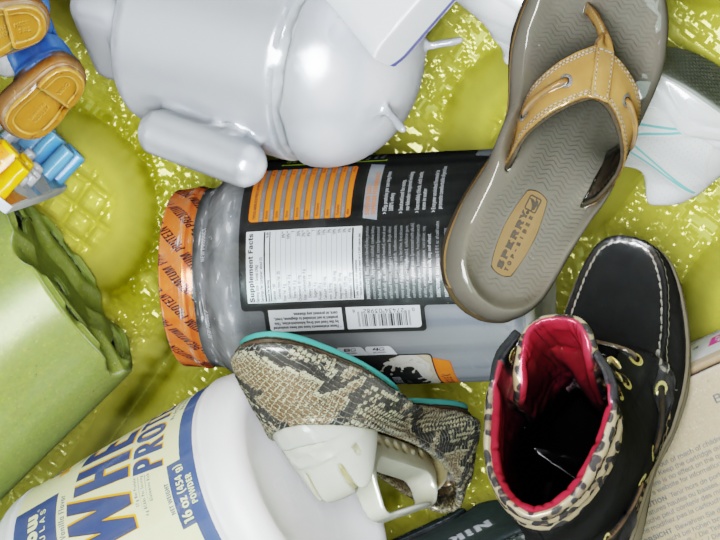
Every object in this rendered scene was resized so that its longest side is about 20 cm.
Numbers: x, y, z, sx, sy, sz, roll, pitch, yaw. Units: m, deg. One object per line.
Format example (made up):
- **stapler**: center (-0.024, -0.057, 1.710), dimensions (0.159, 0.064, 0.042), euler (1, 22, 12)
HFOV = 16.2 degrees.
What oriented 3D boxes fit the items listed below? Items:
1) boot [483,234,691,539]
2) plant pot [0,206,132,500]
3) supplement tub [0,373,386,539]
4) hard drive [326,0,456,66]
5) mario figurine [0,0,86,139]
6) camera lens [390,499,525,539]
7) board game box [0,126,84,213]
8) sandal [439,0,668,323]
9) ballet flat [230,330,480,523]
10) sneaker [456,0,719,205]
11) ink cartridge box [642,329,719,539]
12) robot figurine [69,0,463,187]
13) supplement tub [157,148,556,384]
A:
- **boot**: center (0.111, 0.057, 1.239), dimensions (0.073, 0.151, 0.201), euler (11, 72, 18)
- **plant pot**: center (-0.232, 0.059, 1.385), dimensions (0.189, 0.200, 0.201), euler (-34, 95, 6)
- **supplement tub**: center (-0.101, 0.156, 1.319), dimensions (0.199, 0.145, 0.146), euler (-30, 96, 23)
- **hard drive**: center (0.001, -0.215, 1.243), dimensions (0.132, 0.025, 0.200), euler (-48, 58, 17)
- **mario figurine**: center (-0.204, -0.142, 1.316), dimensions (0.105, 0.200, 0.124), euler (1, 122, -18)
- **camera lens**: center (0.082, 0.236, 1.364), dimensions (0.159, 0.160, 0.201), euler (-16, 100, 15)
- **board game box**: center (-0.232, -0.115, 1.323), dimensions (0.026, 0.200, 0.200), euler (-44, 92, 5)
- **sandal**: center (0.099, -0.068, 1.236), dimensions (0.081, 0.055, 0.201), euler (26, 87, -16)
- **ballet flat**: center (0.004, 0.088, 1.287), dimensions (0.067, 0.200, 0.076), euler (-10, 70, 29)
- **sneaker**: center (0.111, -0.100, 1.309), dimensions (0.200, 0.071, 0.080), euler (33, 118, -11)
- **ink cartridge box**: center (0.233, 0.105, 1.344), dimensions (0.199, 0.075, 0.166), euler (-25, 96, 17)
- **robot figurine**: center (-0.050, -0.120, 1.314), dimensions (0.199, 0.113, 0.170), euler (17, 65, 23)
- **supplement tub**: center (0.000, 0.000, 1.341), dimensions (0.198, 0.123, 0.124), euler (-2, 104, 13)
